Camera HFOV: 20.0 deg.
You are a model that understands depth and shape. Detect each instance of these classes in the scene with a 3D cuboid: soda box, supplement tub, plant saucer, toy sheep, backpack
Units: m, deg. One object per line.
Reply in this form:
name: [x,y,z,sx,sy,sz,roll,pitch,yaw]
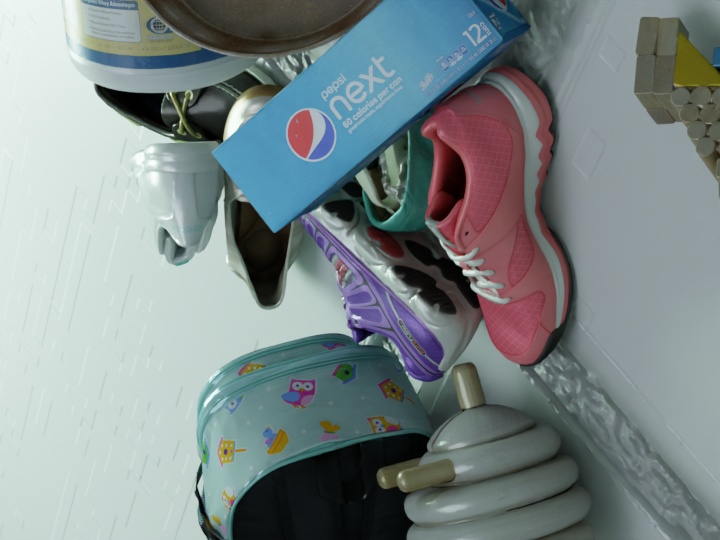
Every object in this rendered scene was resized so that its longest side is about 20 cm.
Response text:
soda box: [0.006,-0.112,1.272,0.200,0.064,0.068,-39,88,24]
supplement tub: [-0.142,-0.239,1.422,0.145,0.144,0.201,29,132,44]
plant saucer: [-0.055,-0.227,1.301,0.200,0.200,0.034,56,-178,16]
toy sheep: [0.088,0.160,1.356,0.138,0.138,0.201,-6,97,56]
backpack: [-0.034,0.133,1.454,0.200,0.175,0.154,99,155,-61]

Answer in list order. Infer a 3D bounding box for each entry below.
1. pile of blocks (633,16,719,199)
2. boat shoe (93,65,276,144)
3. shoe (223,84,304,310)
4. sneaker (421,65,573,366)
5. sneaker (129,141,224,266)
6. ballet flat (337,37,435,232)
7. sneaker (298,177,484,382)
pile of blocks: [0.222,-0.062,1.106,0.200,0.082,0.062,59,-169,28]
boat shoe: [-0.128,-0.126,1.549,0.201,0.060,0.072,23,128,47]
shoe: [-0.066,-0.051,1.492,0.200,0.070,0.053,95,172,-48]
sneaker: [0.076,-0.026,1.297,0.074,0.087,0.201,19,126,49]
sneaker: [-0.135,-0.048,1.528,0.200,0.075,0.089,-178,85,-87]
ballet flat: [0.017,-0.116,1.340,0.067,0.070,0.201,17,123,51]
sneaker: [0.000,0.000,1.402,0.200,0.080,0.084,50,127,35]
